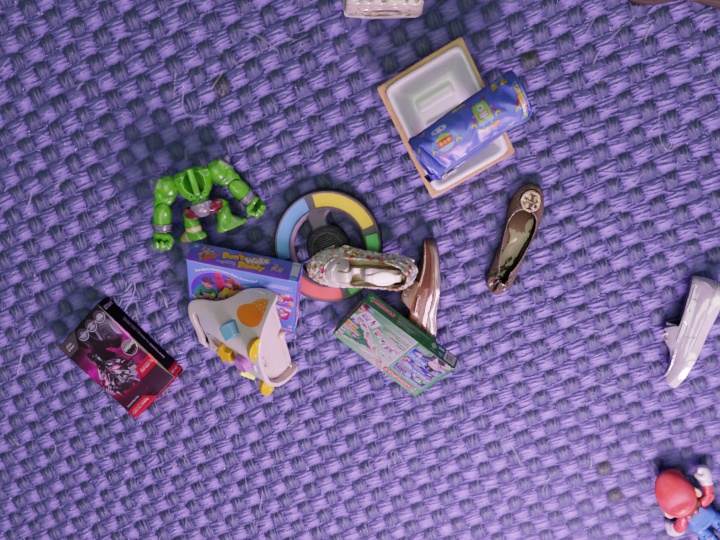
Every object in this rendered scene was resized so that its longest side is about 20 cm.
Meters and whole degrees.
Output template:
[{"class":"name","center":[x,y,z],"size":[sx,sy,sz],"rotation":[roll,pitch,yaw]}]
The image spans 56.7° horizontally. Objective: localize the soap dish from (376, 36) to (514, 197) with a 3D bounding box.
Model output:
[{"class":"soap dish","center":[0.139,-0.247,1.092],"size":[0.155,0.081,0.203],"rotation":[-27,103,10]}]

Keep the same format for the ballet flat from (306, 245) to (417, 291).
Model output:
[{"class":"ballet flat","center":[0.000,0.000,1.134],"size":[0.194,0.064,0.078],"rotation":[-1,111,7]}]

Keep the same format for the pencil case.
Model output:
[{"class":"pencil case","center":[0.168,-0.215,1.015],"size":[0.198,0.078,0.088],"rotation":[-33,72,12]}]

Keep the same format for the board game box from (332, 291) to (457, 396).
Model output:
[{"class":"board game box","center":[0.059,0.135,1.194],"size":[0.198,0.029,0.135],"rotation":[37,140,-7]}]

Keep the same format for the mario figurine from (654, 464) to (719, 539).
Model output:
[{"class":"mario figurine","center":[0.628,0.441,1.272],"size":[0.199,0.105,0.125],"rotation":[42,68,-19]}]

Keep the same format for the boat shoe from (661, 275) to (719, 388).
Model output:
[{"class":"boat shoe","center":[0.572,0.107,1.176],"size":[0.067,0.072,0.205],"rotation":[23,114,19]}]

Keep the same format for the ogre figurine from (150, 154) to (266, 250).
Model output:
[{"class":"ogre figurine","center":[-0.271,-0.120,1.142],"size":[0.195,0.098,0.123],"rotation":[-14,107,9]}]

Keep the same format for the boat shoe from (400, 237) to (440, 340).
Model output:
[{"class":"boat shoe","center":[0.105,0.044,1.180],"size":[0.070,0.076,0.206],"rotation":[4,104,4]}]

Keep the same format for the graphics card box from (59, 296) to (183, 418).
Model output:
[{"class":"graphics card box","center":[-0.449,0.165,1.256],"size":[0.125,0.051,0.200],"rotation":[-42,99,13]}]

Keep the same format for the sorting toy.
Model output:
[{"class":"sorting toy","center":[-0.222,0.121,1.185],"size":[0.176,0.108,0.203],"rotation":[16,139,24]}]

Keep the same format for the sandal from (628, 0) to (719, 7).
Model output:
[{"class":"sandal","center":[0.504,-0.447,1.029],"size":[0.194,0.055,0.084],"rotation":[10,106,0]}]

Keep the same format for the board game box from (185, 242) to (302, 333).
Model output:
[{"class":"board game box","center":[-0.204,0.033,1.178],"size":[0.194,0.045,0.136],"rotation":[11,134,0]}]

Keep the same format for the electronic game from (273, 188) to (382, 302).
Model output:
[{"class":"electronic game","center":[-0.057,-0.043,1.180],"size":[0.194,0.042,0.206],"rotation":[1,105,3]}]

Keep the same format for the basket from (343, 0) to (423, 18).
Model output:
[{"class":"basket","center":[0.035,-0.495,1.007],"size":[0.131,0.124,0.206],"rotation":[1,105,2]}]

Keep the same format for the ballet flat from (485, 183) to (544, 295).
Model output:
[{"class":"ballet flat","center":[0.268,-0.051,1.157],"size":[0.066,0.046,0.204],"rotation":[19,106,-3]}]
